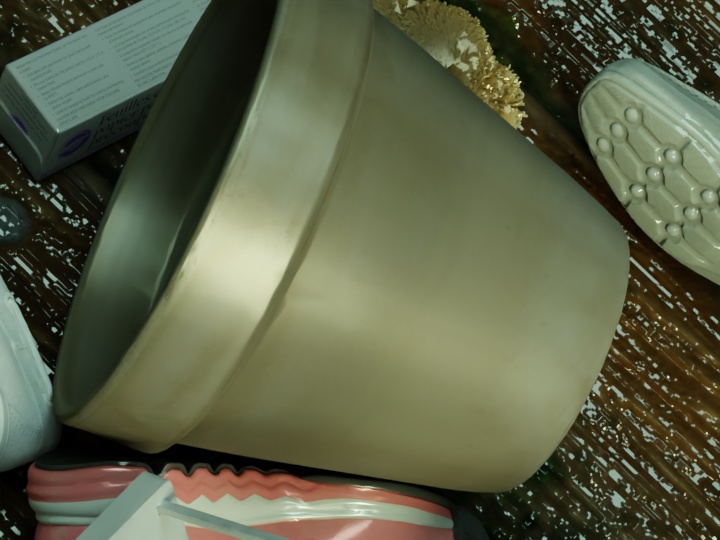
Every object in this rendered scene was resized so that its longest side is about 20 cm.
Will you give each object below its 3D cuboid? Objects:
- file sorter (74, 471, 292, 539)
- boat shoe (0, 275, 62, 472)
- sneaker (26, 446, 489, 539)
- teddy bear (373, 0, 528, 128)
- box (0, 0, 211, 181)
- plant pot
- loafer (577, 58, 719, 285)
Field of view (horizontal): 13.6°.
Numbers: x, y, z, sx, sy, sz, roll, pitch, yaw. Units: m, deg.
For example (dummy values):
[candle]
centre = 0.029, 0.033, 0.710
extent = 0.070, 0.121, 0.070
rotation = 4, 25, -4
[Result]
[file sorter]
centre = -0.074, 0.196, 1.032
extent = 0.124, 0.139, 0.200
rotation = 14, 44, 35
[boat shoe]
centre = -0.178, -0.006, 1.191
extent = 0.068, 0.072, 0.200
rotation = 1, 46, -52
[sneaker]
centre = -0.043, 0.119, 1.180
extent = 0.199, 0.074, 0.087
rotation = 7, 90, -29
[teddy bear]
centre = -0.001, -0.023, 1.284
extent = 0.144, 0.067, 0.201
rotation = 7, 64, -8
[box]
centre = -0.071, -0.102, 1.309
extent = 0.200, 0.039, 0.041
rotation = -31, 74, -35
[plant pot]
centre = 0.000, 0.000, 1.149
extent = 0.173, 0.200, 0.201
rotation = 26, 53, -14
[loafer]
centre = 0.183, -0.026, 1.357
extent = 0.200, 0.070, 0.070
rotation = 43, 48, -3
